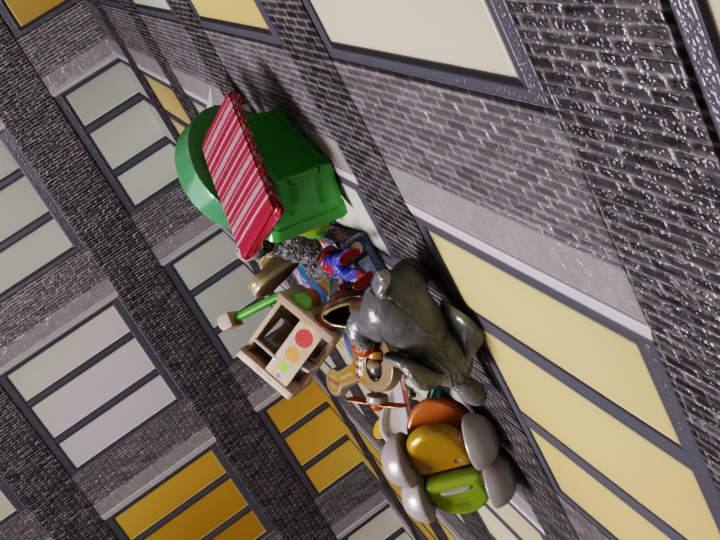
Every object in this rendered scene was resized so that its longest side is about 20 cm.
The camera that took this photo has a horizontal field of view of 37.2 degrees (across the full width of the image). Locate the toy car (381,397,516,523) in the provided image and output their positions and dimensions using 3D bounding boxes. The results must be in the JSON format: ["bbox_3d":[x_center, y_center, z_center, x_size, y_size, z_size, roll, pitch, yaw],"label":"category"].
[{"bbox_3d":[0.133,0.275,1.616,0.151,0.173,0.201,-86,-26,-52],"label":"toy car"}]

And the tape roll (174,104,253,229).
[{"bbox_3d":[-0.195,-0.162,1.684,0.048,0.200,0.202,-35,88,43],"label":"tape roll"}]

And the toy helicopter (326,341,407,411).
[{"bbox_3d":[0.006,0.163,1.660,0.200,0.078,0.134,-32,72,54],"label":"toy helicopter"}]

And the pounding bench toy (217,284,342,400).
[{"bbox_3d":[-0.138,0.093,1.888,0.199,0.157,0.124,39,-165,8],"label":"pounding bench toy"}]

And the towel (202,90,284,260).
[{"bbox_3d":[-0.170,-0.132,1.522,0.145,0.022,0.202,-50,56,51],"label":"towel"}]

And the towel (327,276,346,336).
[{"bbox_3d":[-0.003,0.093,1.906,0.150,0.030,0.201,-88,-27,-55],"label":"towel"}]

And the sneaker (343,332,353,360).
[{"bbox_3d":[0.030,0.104,1.798,0.200,0.077,0.071,-41,-71,-77],"label":"sneaker"}]

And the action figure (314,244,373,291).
[{"bbox_3d":[-0.031,-0.006,1.569,0.066,0.051,0.200,55,173,-9],"label":"action figure"}]

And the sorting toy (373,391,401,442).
[{"bbox_3d":[0.134,0.332,2.001,0.180,0.107,0.200,40,-179,-33],"label":"sorting toy"}]

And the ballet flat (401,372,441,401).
[{"bbox_3d":[0.092,0.172,1.656,0.061,0.068,0.200,13,160,9],"label":"ballet flat"}]

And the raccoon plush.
[{"bbox_3d":[-0.118,-0.019,1.788,0.096,0.199,0.136,15,127,55],"label":"raccoon plush"}]

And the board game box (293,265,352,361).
[{"bbox_3d":[-0.047,0.077,2.109,0.196,0.056,0.201,47,167,45],"label":"board game box"}]

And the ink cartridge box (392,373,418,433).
[{"bbox_3d":[0.076,0.238,1.809,0.200,0.049,0.163,53,-158,-59],"label":"ink cartridge box"}]

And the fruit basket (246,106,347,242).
[{"bbox_3d":[-0.112,-0.114,1.601,0.216,0.154,0.218,47,149,40],"label":"fruit basket"}]

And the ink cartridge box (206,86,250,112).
[{"bbox_3d":[-0.219,-0.202,1.823,0.115,0.067,0.202,115,148,-58],"label":"ink cartridge box"}]

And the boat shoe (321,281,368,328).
[{"bbox_3d":[0.019,0.063,1.544,0.199,0.068,0.073,-3,121,55],"label":"boat shoe"}]

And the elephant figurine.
[{"bbox_3d":[0.091,0.089,1.335,0.200,0.155,0.142,44,125,8],"label":"elephant figurine"}]

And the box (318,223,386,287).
[{"bbox_3d":[0.000,0.000,1.677,0.138,0.037,0.200,59,170,-13],"label":"box"}]

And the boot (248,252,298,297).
[{"bbox_3d":[-0.179,-0.052,1.909,0.155,0.200,0.073,41,134,1],"label":"boot"}]
